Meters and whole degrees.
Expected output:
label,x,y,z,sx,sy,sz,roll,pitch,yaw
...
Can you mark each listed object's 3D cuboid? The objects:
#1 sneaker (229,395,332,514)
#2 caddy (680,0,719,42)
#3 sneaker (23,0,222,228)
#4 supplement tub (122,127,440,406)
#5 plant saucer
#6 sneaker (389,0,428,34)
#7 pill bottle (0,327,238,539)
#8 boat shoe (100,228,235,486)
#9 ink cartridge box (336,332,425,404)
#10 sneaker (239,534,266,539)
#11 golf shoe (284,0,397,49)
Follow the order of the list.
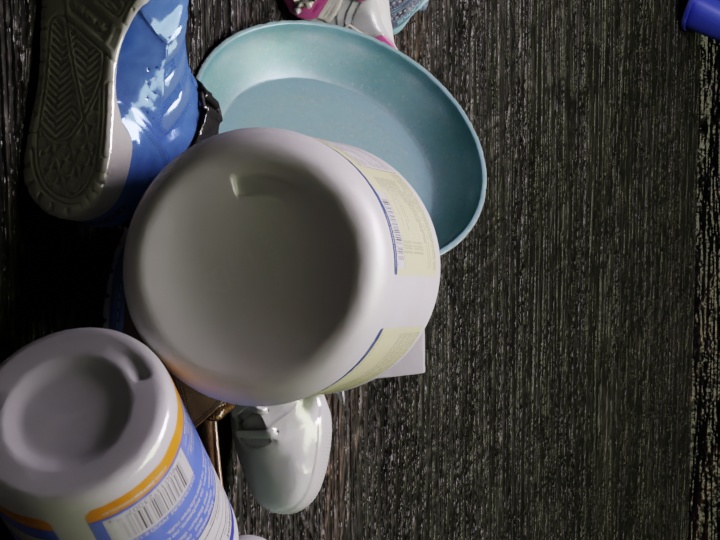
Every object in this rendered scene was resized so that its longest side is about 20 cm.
label,x,y,z,sx,sy,sz,roll,pitch,yaw
sneaker,-0.072,0.065,1.567,0.088,0.075,0.201,-17,105,-58
caddy,0.481,-0.376,3.200,0.142,0.105,0.200,-65,168,15
sneaker,-0.120,-0.120,1.323,0.111,0.077,0.201,16,82,-67
supplement tub,-0.036,-0.002,1.329,0.200,0.144,0.146,2,92,-78
plant saucer,-0.018,-0.073,1.537,0.036,0.200,0.200,-58,-172,46
sneaker,0.041,-0.252,1.862,0.200,0.077,0.087,-54,155,-48
pill bottle,-0.129,0.129,1.298,0.200,0.112,0.112,72,28,-52
boat shoe,-0.106,0.067,1.424,0.072,0.072,0.201,-43,134,-66
ink cartridge box,0.000,0.000,1.627,0.200,0.068,0.116,-115,-160,-68
sneaker,-0.076,0.284,1.560,0.118,0.074,0.201,-48,130,-73
golf shoe,-0.017,-0.202,1.688,0.092,0.075,0.200,-98,177,-50
